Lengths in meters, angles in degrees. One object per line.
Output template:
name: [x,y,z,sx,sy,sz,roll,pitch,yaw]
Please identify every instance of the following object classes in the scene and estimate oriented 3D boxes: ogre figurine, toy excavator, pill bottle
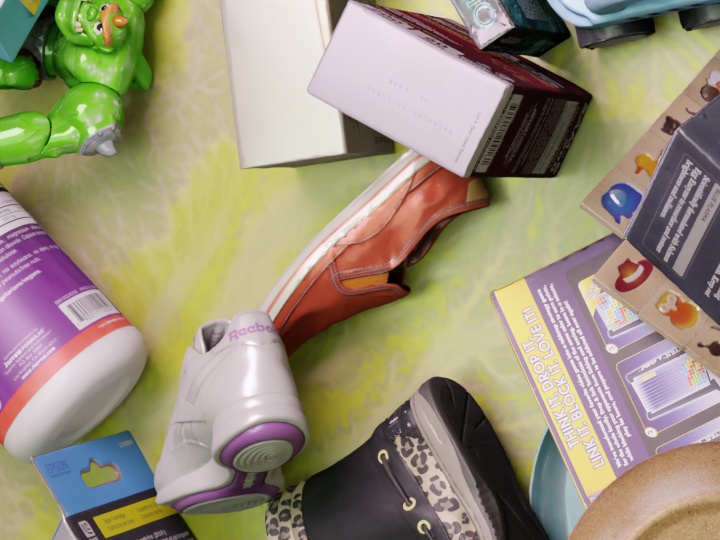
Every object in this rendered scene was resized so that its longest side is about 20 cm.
ogre figurine: [-0.193,-0.148,1.790,0.119,0.201,0.098,10,140,7]
toy excavator: [0.182,-0.192,1.607,0.193,0.200,0.101,-11,89,19]
pill bottle: [-0.235,0.018,1.803,0.200,0.112,0.113,46,105,12]

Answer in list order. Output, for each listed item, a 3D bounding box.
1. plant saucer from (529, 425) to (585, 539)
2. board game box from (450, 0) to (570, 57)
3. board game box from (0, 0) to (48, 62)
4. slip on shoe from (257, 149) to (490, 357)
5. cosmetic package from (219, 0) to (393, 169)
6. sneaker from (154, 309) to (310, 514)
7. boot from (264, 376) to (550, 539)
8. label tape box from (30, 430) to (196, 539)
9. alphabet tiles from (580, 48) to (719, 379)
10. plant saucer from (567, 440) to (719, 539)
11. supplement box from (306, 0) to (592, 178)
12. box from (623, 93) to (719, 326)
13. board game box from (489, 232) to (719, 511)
plant saucer: [0.200,0.141,1.708,0.199,0.027,0.202,1,92,18]
board game box: [0.049,-0.220,1.685,0.028,0.135,0.201,-32,82,17]
board game box: [-0.236,-0.242,1.769,0.150,0.047,0.201,20,69,22]
slip on shoe: [0.000,0.000,1.748,0.200,0.074,0.061,-44,82,10]
cosmetic package: [-0.038,-0.165,1.734,0.073,0.103,0.202,-8,91,18]
sneaker: [-0.079,0.089,1.741,0.074,0.200,0.100,-3,69,-22]
boot: [0.036,0.187,1.727,0.153,0.073,0.205,-33,69,27]
label tape box: [-0.141,0.207,1.764,0.063,0.144,0.201,-37,80,18]
alphabet tiles: [0.231,-0.032,1.638,0.167,0.008,0.200,38,66,13]
plant saucer: [0.203,0.195,1.580,0.199,0.035,0.202,0,87,8]
supplement box: [0.056,-0.103,1.653,0.108,0.200,0.061,29,100,15]
box: [0.290,-0.035,1.566,0.200,0.118,0.196,43,60,15]
board game box: [0.190,0.070,1.655,0.164,0.057,0.201,-26,70,8]
